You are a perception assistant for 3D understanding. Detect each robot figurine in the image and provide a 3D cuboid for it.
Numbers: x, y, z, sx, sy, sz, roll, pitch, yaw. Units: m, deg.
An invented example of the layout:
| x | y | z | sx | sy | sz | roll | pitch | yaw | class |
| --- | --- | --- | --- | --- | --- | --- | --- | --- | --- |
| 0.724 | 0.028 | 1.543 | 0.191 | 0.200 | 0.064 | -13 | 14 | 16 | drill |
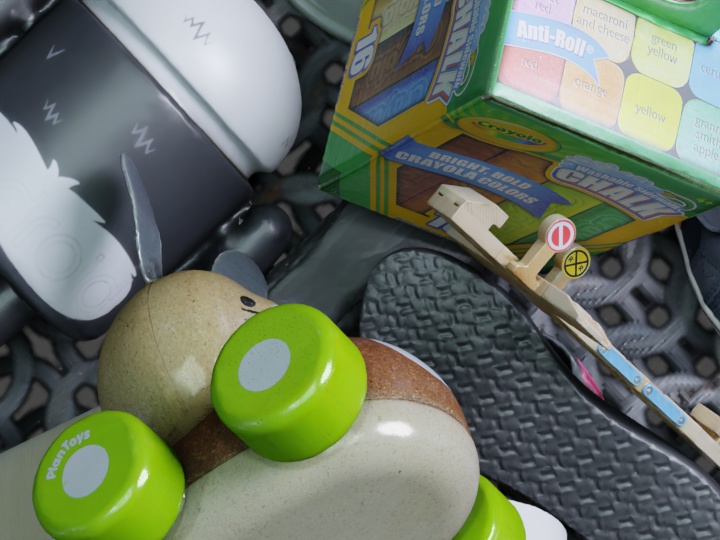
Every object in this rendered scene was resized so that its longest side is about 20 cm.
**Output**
| x | y | z | sx | sy | sz | roll | pitch | yaw | class |
| --- | --- | --- | --- | --- | --- | --- | --- | --- | --- |
| -0.119 | -0.050 | 1.158 | 0.200 | 0.150 | 0.125 | -43 | 42 | -1 | robot figurine |

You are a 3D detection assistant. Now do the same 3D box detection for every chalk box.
| x | y | z | sx | sy | sz | roll | pitch | yaw | class |
| --- | --- | --- | --- | --- | --- | --- | --- | --- | --- |
| 0.088 | -0.090 | 1.074 | 0.124 | 0.200 | 0.124 | 21 | 70 | -21 | chalk box |

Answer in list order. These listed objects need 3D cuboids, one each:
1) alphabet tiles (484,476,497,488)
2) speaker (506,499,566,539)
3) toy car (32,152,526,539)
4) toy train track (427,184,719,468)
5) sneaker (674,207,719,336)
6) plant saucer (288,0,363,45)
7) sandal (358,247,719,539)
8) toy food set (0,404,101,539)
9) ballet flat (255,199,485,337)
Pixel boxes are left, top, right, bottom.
| x | y | z | sx | sy | sz | roll | pitch | yaw | class |
| --- | --- | --- | --- | --- | --- | --- | --- | --- | --- |
| -0.004 | 0.165 | 1.125 | 0.194 | 0.015 | 0.201 | 12 | 61 | 4 | alphabet tiles |
| 0.043 | 0.196 | 1.059 | 0.081 | 0.081 | 0.201 | 1 | 61 | 6 | speaker |
| -0.045 | 0.043 | 1.049 | 0.157 | 0.164 | 0.201 | -30 | 47 | 13 | toy car |
| 0.105 | 0.020 | 1.104 | 0.033 | 0.115 | 0.200 | -49 | 122 | -2 | toy train track |
| 0.175 | -0.057 | 1.148 | 0.078 | 0.079 | 0.201 | -8 | 82 | 3 | sneaker |
| 0.036 | -0.199 | 1.199 | 0.199 | 0.050 | 0.201 | -1 | 80 | 6 | plant saucer |
| 0.078 | 0.066 | 1.154 | 0.200 | 0.045 | 0.075 | 39 | 102 | -7 | sandal |
| -0.127 | 0.154 | 1.110 | 0.143 | 0.060 | 0.201 | -25 | 48 | 23 | toy food set |
| 0.000 | 0.000 | 1.176 | 0.200 | 0.057 | 0.067 | -37 | 92 | -7 | ballet flat |
